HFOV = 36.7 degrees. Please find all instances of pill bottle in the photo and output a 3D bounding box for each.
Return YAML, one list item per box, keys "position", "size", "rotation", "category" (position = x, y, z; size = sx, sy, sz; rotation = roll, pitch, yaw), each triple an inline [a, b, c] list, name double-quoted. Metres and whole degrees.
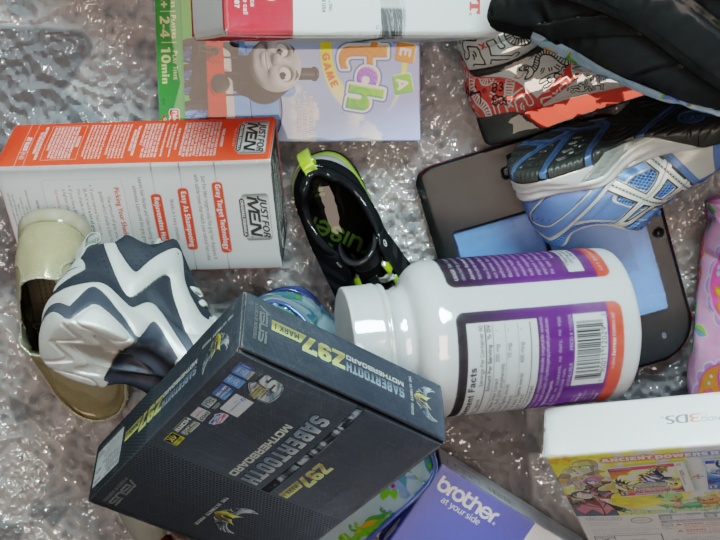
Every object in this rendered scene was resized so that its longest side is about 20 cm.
- position: [0.086, 0.045, 0.771]
  size: [0.199, 0.111, 0.112]
  rotation: [-4, 101, -11]
  category: "pill bottle"

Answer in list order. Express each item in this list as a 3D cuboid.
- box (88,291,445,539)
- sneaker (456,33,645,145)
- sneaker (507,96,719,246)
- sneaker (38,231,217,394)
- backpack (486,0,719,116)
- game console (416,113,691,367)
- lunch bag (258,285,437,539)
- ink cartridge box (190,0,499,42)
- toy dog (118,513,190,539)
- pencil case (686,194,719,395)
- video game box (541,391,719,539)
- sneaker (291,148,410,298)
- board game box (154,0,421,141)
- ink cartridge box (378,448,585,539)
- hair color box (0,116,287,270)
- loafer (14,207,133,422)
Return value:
- position: [-0.065, 0.116, 0.721]
  size: [0.157, 0.051, 0.200]
  rotation: [27, 129, -26]
  category: "box"
- position: [0.169, -0.175, 0.797]
  size: [0.200, 0.067, 0.108]
  rotation: [-19, 102, 8]
  category: "sneaker"
- position: [0.209, -0.078, 0.790]
  size: [0.199, 0.076, 0.077]
  rotation: [-15, 122, 7]
  category: "sneaker"
- position: [-0.124, 0.037, 0.769]
  size: [0.198, 0.130, 0.080]
  rotation: [22, 131, -23]
  category: "sneaker"
- position: [0.209, -0.186, 0.697]
  size: [0.199, 0.154, 0.164]
  rotation: [30, 110, 14]
  category: "backpack"
- position: [0.153, -0.008, 0.847]
  size: [0.176, 0.031, 0.201]
  rotation: [-17, 99, 4]
  category: "game console"
- position: [-0.051, 0.125, 0.848]
  size: [0.161, 0.082, 0.200]
  rotation: [-44, 95, 9]
  category: "lunch bag"
- position: [-0.009, -0.226, 0.721]
  size: [0.199, 0.084, 0.145]
  rotation: [-5, 101, -23]
  category: "ink cartridge box"
- position: [-0.122, 0.231, 0.863]
  size: [0.132, 0.096, 0.201]
  rotation: [31, 138, 34]
  category: "toy dog"
- position: [0.295, 0.035, 0.823]
  size: [0.087, 0.087, 0.201]
  rotation: [1, 100, 2]
  category: "pencil case"
- position: [0.249, 0.149, 0.788]
  size: [0.199, 0.047, 0.182]
  rotation: [-8, 145, 19]
  category: "video game box"
- position: [0.000, 0.000, 0.825]
  size: [0.072, 0.083, 0.201]
  rotation: [-31, 99, 7]
  category: "sneaker"
- position: [-0.053, -0.173, 0.820]
  size: [0.199, 0.037, 0.152]
  rotation: [-1, 100, 1]
  category: "board game box"
- position: [0.122, 0.240, 0.885]
  size: [0.199, 0.044, 0.094]
  rotation: [32, 98, -4]
  category: "ink cartridge box"
- position: [-0.159, -0.055, 0.814]
  size: [0.199, 0.061, 0.102]
  rotation: [-1, 129, 2]
  category: "hair color box"
- position: [-0.222, 0.048, 0.818]
  size: [0.075, 0.068, 0.201]
  rotation: [-2, 129, 7]
  category: "loafer"
